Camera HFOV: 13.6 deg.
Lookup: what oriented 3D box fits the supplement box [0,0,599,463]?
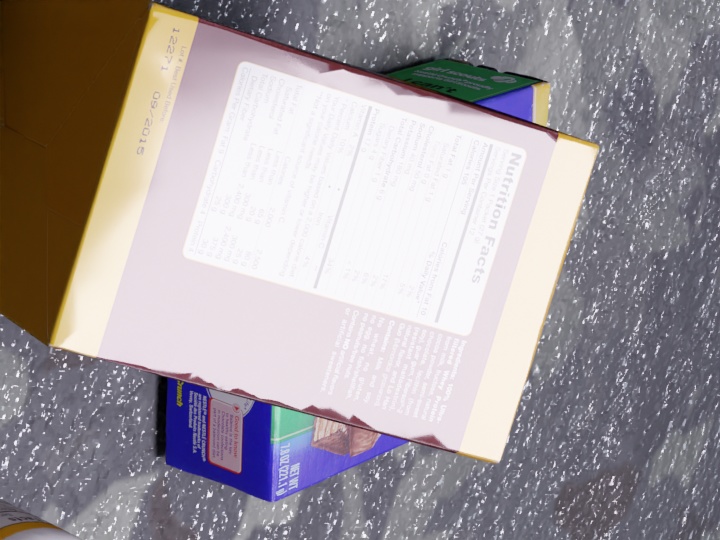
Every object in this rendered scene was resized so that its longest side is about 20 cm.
[{"bbox_3d":[-0.047,-0.028,1.221,0.199,0.197,0.134,16,94,-25],"label":"supplement box"}]

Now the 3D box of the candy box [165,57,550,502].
[{"bbox_3d":[0.000,0.000,1.452,0.200,0.077,0.170,-21,121,-47],"label":"candy box"}]

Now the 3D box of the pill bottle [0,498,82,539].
[{"bbox_3d":[-0.164,0.144,1.203,0.113,0.199,0.113,-26,126,-43],"label":"pill bottle"}]
